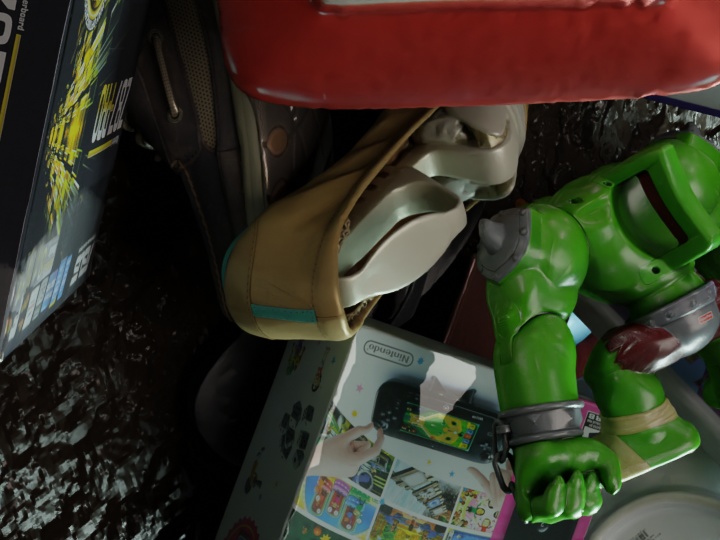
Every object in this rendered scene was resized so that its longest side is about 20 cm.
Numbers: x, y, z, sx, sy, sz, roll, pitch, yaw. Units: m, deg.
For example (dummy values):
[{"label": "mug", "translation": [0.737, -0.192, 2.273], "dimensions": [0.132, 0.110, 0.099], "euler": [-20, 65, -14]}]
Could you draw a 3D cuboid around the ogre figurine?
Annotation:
[{"label": "ogre figurine", "translation": [0.116, 0.013, 0.790], "dimensions": [0.199, 0.098, 0.120], "euler": [-23, 95, -21]}]

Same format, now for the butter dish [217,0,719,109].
[{"label": "butter dish", "translation": [0.043, -0.156, 0.766], "dimensions": [0.148, 0.198, 0.201], "euler": [109, -21, -85]}]

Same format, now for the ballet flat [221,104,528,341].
[{"label": "ballet flat", "translation": [0.027, -0.033, 0.772], "dimensions": [0.200, 0.063, 0.069], "euler": [-45, 132, -35]}]

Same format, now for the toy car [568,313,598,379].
[{"label": "toy car", "translation": [0.193, 0.051, 0.983], "dimensions": [0.184, 0.199, 0.178], "euler": [-4, 93, -46]}]

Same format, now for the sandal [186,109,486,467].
[{"label": "sandal", "translation": [0.000, 0.001, 0.844], "dimensions": [0.076, 0.043, 0.201], "euler": [30, 89, -18]}]

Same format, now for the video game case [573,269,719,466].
[{"label": "video game case", "translation": [0.219, 0.027, 0.886], "dimensions": [0.182, 0.200, 0.023], "euler": [-27, 143, -19]}]

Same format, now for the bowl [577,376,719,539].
[{"label": "bowl", "translation": [0.149, 0.141, 0.892], "dimensions": [0.090, 0.200, 0.202], "euler": [-20, 117, -79]}]

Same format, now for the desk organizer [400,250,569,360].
[{"label": "desk organizer", "translation": [0.021, 0.092, 0.911], "dimensions": [0.077, 0.072, 0.201], "euler": [30, 76, -44]}]

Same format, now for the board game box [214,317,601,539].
[{"label": "board game box", "translation": [0.012, 0.130, 0.828], "dimensions": [0.147, 0.064, 0.201], "euler": [19, 92, -28]}]

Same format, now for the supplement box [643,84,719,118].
[{"label": "supplement box", "translation": [0.172, -0.171, 0.815], "dimensions": [0.101, 0.103, 0.201], "euler": [11, 57, -21]}]

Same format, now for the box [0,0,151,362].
[{"label": "box", "translation": [-0.109, -0.066, 0.656], "dimensions": [0.200, 0.049, 0.162], "euler": [-93, -162, -84]}]

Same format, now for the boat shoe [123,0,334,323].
[{"label": "boat shoe", "translation": [-0.059, -0.076, 0.788], "dimensions": [0.074, 0.073, 0.201], "euler": [-16, 102, -67]}]
